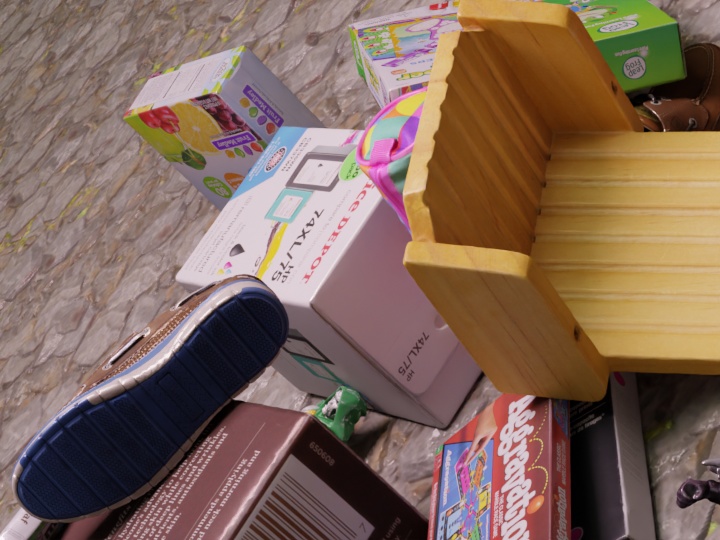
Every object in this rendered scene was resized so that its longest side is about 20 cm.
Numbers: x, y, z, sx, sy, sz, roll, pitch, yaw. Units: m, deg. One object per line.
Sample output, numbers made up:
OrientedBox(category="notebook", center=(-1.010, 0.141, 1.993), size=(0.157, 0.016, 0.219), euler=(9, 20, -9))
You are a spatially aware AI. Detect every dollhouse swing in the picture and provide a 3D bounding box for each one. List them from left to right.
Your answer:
OrientedBox(category="dollhouse swing", center=(0.150, -0.049, 1.146), size=(0.174, 0.182, 0.201), euler=(-9, 49, 30))

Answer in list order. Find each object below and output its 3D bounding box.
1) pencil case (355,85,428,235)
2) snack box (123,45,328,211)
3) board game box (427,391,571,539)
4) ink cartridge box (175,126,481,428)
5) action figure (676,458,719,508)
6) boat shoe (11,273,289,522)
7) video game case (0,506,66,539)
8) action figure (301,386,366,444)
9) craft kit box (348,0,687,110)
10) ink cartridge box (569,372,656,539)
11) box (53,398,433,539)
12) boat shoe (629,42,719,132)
OrientedBox(category="pencil case", center=(0.079, -0.024, 1.269), size=(0.088, 0.200, 0.089), euler=(-32, 23, 15))
OrientedBox(category="snack box", center=(-0.073, -0.082, 1.565), size=(0.142, 0.200, 0.053), euler=(-6, 47, 53))
OrientedBox(category="board game box", center=(0.078, 0.137, 1.135), size=(0.103, 0.019, 0.201), euler=(-41, 19, 24))
OrientedBox(category="ink cartridge box", center=(0.000, 0.000, 1.402), size=(0.147, 0.146, 0.199), euler=(-56, 28, -15))
OrientedBox(category="action figure", center=(0.173, 0.164, 1.006), size=(0.199, 0.069, 0.131), euler=(-31, 25, 24))
OrientedBox(category="boat shoe", center=(-0.129, 0.078, 1.219), size=(0.199, 0.073, 0.072), euler=(-36, 20, -2))
OrientedBox(category="video game case", center=(-0.178, 0.169, 1.355), size=(0.183, 0.022, 0.201), euler=(-53, -19, -32))
OrientedBox(category="action figure", center=(-0.069, 0.154, 1.400), size=(0.200, 0.055, 0.118), euler=(-45, 37, 12))
OrientedBox(category="craft kit box", center=(0.102, -0.152, 1.374), size=(0.198, 0.049, 0.198), euler=(-14, 23, -4))
OrientedBox(category="ink cartridge box", center=(0.124, 0.117, 1.183), size=(0.094, 0.037, 0.201), euler=(-35, 27, 25))
OrientedBox(category="box", center=(-0.070, 0.190, 1.226), size=(0.167, 0.164, 0.199), euler=(-56, 27, -17))
OrientedBox(category="boat shoe", center=(0.199, -0.087, 1.308), size=(0.072, 0.068, 0.201), euler=(-22, 35, 44))
